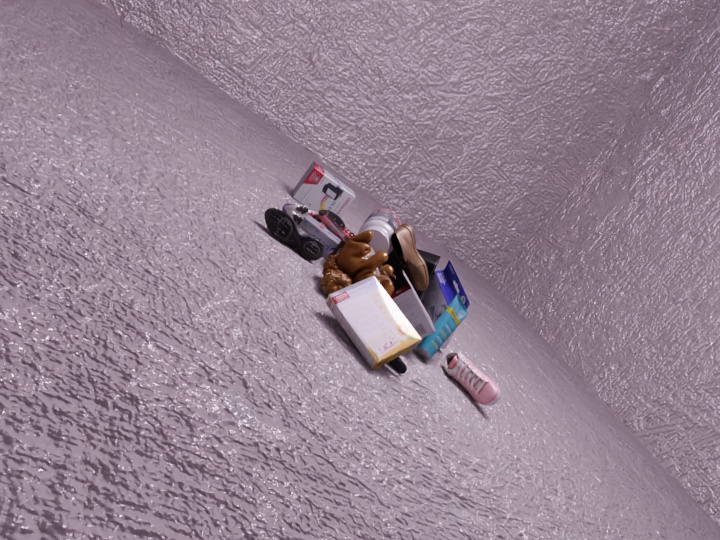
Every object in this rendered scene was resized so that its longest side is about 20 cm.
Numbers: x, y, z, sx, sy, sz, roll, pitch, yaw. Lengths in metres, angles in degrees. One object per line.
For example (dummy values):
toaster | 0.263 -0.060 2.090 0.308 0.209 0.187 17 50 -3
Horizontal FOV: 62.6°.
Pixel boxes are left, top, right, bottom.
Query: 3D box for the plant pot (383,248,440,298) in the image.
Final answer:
plant pot | 0.133 0.016 1.904 0.176 0.202 0.200 27 12 9

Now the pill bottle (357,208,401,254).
pill bottle | 0.053 -0.103 1.750 0.115 0.116 0.200 38 23 -3

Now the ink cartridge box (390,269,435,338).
ink cartridge box | 0.126 0.096 1.633 0.177 0.083 0.200 62 4 0

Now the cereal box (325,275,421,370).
cereal box | 0.029 0.117 1.374 0.143 0.040 0.201 -21 62 -33

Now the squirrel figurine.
squirrel figurine | -0.006 0.025 1.553 0.142 0.197 0.188 77 -7 -54

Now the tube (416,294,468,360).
tube | 0.233 0.162 1.664 0.050 0.200 0.078 12 -39 48

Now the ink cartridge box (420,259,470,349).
ink cartridge box | 0.254 0.102 1.828 0.040 0.202 0.201 5 40 -20

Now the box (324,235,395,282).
box | 0.000 0.000 1.757 0.199 0.101 0.075 38 13 -3

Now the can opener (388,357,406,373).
can opener | 0.041 0.165 1.407 0.201 0.078 0.063 51 7 12

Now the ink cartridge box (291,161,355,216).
ink cartridge box | -0.138 -0.289 2.244 0.199 0.146 0.083 33 15 -21

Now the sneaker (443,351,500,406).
sneaker | 0.299 0.295 1.642 0.104 0.076 0.200 36 5 -31

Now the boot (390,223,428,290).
boot | 0.136 -0.026 1.695 0.075 0.073 0.203 -36 109 -49

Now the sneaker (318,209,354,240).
sneaker | -0.074 -0.104 1.888 0.200 0.087 0.074 46 19 -7

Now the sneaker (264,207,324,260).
sneaker | -0.193 -0.103 1.670 0.200 0.076 0.091 42 1 -20

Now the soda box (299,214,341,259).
soda box | -0.106 -0.083 1.823 0.199 0.064 0.068 38 14 -4

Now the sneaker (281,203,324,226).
sneaker | -0.174 -0.171 1.920 0.083 0.081 0.199 26 -4 41
